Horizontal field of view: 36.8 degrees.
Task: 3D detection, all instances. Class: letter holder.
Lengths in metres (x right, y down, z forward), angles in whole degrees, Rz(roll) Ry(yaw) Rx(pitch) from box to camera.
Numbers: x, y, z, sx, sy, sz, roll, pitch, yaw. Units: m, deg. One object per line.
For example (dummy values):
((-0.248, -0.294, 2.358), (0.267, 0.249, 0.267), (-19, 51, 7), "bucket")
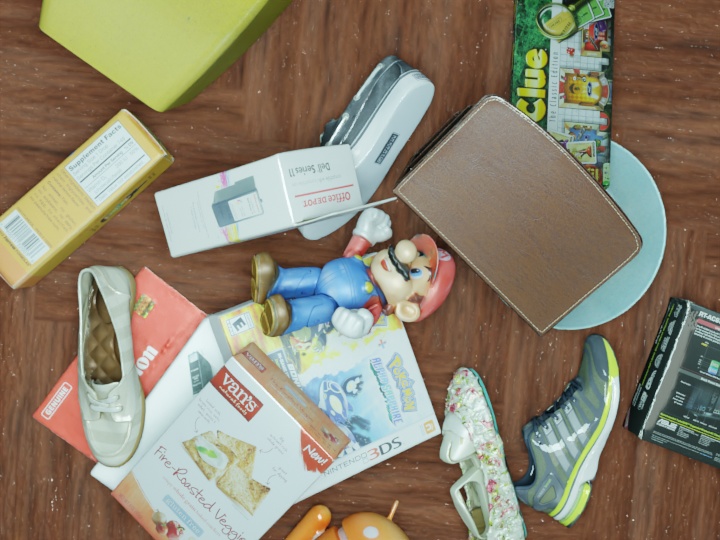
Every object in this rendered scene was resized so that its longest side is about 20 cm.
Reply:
((0.154, -0.068, 1.020), (0.200, 0.101, 0.142), (43, 115, -7), "letter holder")

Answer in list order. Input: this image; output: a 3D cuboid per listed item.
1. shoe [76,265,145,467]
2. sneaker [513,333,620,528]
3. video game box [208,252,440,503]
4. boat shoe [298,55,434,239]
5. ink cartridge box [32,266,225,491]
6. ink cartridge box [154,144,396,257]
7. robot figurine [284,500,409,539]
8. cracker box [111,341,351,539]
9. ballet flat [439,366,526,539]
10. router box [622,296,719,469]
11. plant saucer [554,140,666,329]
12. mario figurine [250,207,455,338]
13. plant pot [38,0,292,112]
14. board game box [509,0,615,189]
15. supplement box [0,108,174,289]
((-0.254, 0.093, 1.068), (0.069, 0.053, 0.202), (-7, 80, 15), "shoe")
((0.212, 0.160, 1.119), (0.080, 0.074, 0.202), (16, 90, -2), "sneaker")
((-0.033, 0.106, 1.085), (0.181, 0.047, 0.202), (-22, 95, -23), "video game box")
((-0.009, -0.125, 1.091), (0.068, 0.072, 0.201), (42, 106, 28), "boat shoe")
((-0.210, 0.126, 1.100), (0.173, 0.044, 0.201), (37, 90, -6), "ink cartridge box")
((-0.079, -0.070, 1.014), (0.199, 0.117, 0.068), (-12, 93, 35), "ink cartridge box")
((-0.021, 0.321, 1.088), (0.199, 0.144, 0.117), (-36, 117, -1), "robot figurine")
((-0.123, 0.186, 1.021), (0.134, 0.058, 0.200), (44, 109, 4), "cracker box")
((0.117, 0.202, 1.109), (0.063, 0.076, 0.202), (-19, 94, -21), "ballet flat")
((0.394, 0.132, 1.132), (0.198, 0.062, 0.151), (21, 92, -5), "router box")
((0.214, -0.041, 1.122), (0.199, 0.039, 0.203), (0, 94, -4), "plant saucer")
((0.000, 0.000, 1.026), (0.198, 0.106, 0.125), (-9, 87, -22), "mario figurine")
((-0.184, -0.263, 1.013), (0.199, 0.200, 0.177), (35, 102, -5), "plant pot")
((0.203, -0.184, 1.096), (0.104, 0.023, 0.202), (4, 79, 1), "board game box")
((-0.281, -0.070, 1.072), (0.200, 0.067, 0.069), (-39, 92, -2), "supplement box")
